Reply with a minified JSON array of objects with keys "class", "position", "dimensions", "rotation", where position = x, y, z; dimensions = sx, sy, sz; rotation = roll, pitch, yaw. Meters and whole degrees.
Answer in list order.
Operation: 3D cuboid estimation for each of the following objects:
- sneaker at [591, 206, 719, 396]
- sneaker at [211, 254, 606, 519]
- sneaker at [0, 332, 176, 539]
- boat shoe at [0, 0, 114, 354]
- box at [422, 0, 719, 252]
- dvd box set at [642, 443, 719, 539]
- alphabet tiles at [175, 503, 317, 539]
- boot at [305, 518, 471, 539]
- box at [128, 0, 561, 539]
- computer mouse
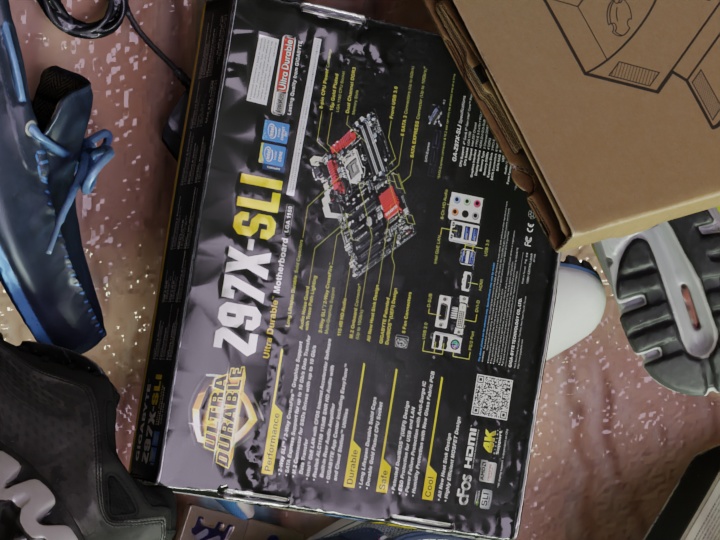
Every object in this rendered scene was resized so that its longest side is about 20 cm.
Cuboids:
[{"class":"sneaker","position":[0.121,-0.046,1.291],"dimensions":[0.078,0.090,0.201],"rotation":[-14,93,7]},{"class":"sneaker","position":[0.018,0.051,1.262],"dimensions":[0.199,0.073,0.072],"rotation":[-21,147,-13]},{"class":"sneaker","position":[-0.143,0.053,1.146],"dimensions":[0.090,0.200,0.067],"rotation":[-22,150,-38]},{"class":"boat shoe","position":[-0.132,-0.058,1.153],"dimensions":[0.068,0.084,0.201],"rotation":[-24,118,-9]},{"class":"box","position":[0.124,-0.101,1.221],"dimensions":[0.199,0.021,0.164],"rotation":[-16,69,-32]},{"class":"dvd box set","position":[0.191,0.191,1.337],"dimensions":[0.029,0.146,0.201],"rotation":[-25,101,28]},{"class":"alphabet tiles","position":[-0.067,0.207,1.286],"dimensions":[0.166,0.006,0.201],"rotation":[20,87,-40]},{"class":"boot","position":[-0.004,0.152,1.262],"dimensions":[0.199,0.090,0.073],"rotation":[-14,108,-36]},{"class":"box","position":[0.000,0.000,1.196],"dimensions":[0.159,0.049,0.202],"rotation":[10,86,-20]},{"class":"computer mouse","position":[-0.071,-0.081,1.204],"dimensions":[0.059,0.034,0.200],"rotation":[-45,119,-5]}]
